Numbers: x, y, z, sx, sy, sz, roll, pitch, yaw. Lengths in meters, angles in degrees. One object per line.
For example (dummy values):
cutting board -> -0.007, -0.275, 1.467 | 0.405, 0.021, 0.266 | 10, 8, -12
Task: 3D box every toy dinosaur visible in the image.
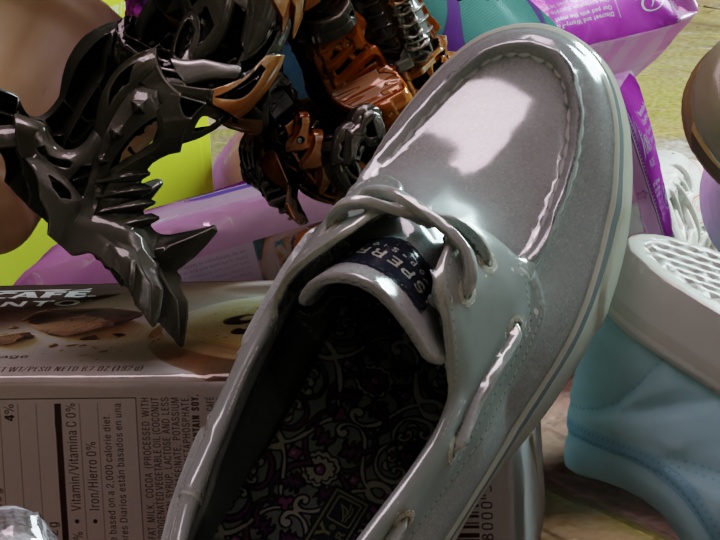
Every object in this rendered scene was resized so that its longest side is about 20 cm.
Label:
toy dinosaur -> -0.039, -0.061, 0.778 | 0.200, 0.136, 0.102 | 41, -1, 4

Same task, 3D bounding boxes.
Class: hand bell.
hand bell -> -0.144, 0.003, 0.929 | 0.104, 0.104, 0.200 | 2, 50, 23

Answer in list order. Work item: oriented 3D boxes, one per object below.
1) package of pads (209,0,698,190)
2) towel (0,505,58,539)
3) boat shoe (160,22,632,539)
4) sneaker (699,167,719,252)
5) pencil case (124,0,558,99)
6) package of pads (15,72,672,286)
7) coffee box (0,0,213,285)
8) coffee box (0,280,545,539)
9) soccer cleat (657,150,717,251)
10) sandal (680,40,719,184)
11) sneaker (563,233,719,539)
package of pads -> 0.033, -0.072, 1.167 | 0.120, 0.076, 0.200 | -17, -17, -36
towel -> -0.136, 0.111, 0.526 | 0.199, 0.086, 0.166 | -5, 13, -9
boat shoe -> 0.010, 0.018, 0.684 | 0.070, 0.201, 0.072 | 21, -20, 16
sneaker -> 0.174, -0.017, 0.936 | 0.200, 0.078, 0.099 | 1, -3, -38
pencil case -> 0.007, -0.076, 0.985 | 0.092, 0.200, 0.085 | -34, 41, 25
package of pads -> 0.000, 0.000, 0.901 | 0.200, 0.076, 0.121 | -16, 7, 10
coffee box -> -0.192, -0.077, 1.149 | 0.197, 0.201, 0.200 | 3, 14, 28
coffee box -> -0.052, 0.052, 0.791 | 0.199, 0.080, 0.113 | -1, 13, 8
soccer cleat -> 0.108, -0.016, 1.103 | 0.085, 0.069, 0.200 | -14, 8, -7
sandal -> 0.193, -0.031, 0.828 | 0.200, 0.054, 0.080 | 19, 53, 4
sneaker -> 0.129, 0.071, 0.711 | 0.074, 0.082, 0.200 | 1, 29, -43
